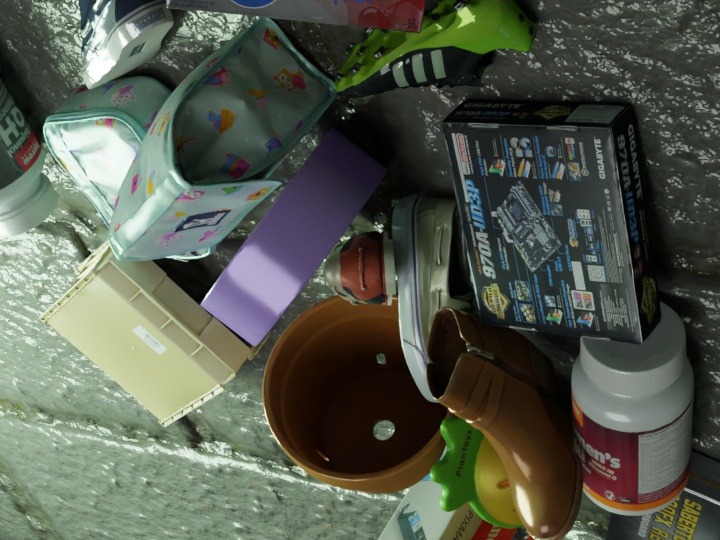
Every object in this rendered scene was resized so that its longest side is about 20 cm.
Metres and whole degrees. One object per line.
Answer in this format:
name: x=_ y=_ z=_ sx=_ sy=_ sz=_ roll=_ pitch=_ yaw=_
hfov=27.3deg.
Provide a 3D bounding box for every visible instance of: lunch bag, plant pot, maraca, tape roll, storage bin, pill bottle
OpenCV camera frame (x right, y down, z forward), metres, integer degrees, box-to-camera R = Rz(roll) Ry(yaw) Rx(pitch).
lunch bag: x=-0.221 y=-0.096 z=1.501 sx=0.160 sy=0.077 sz=0.201 roll=-1 pitch=131 yaw=40
plant pot: x=0.013 y=0.140 z=1.503 sx=0.199 sy=0.201 sz=0.140 roll=19 pitch=158 yaw=21
maraca: x=0.143 y=0.182 z=1.444 sx=0.199 sy=0.138 sz=0.107 roll=12 pitch=178 yaw=-42
lunch bag: x=-0.134 y=-0.102 z=1.317 sx=0.122 sy=0.200 sz=0.170 roll=42 pitch=144 yaw=-10
tape roll: x=-0.060 y=-0.030 z=1.339 sx=0.066 sy=0.200 sz=0.200 roll=37 pitch=145 yaw=-3
storage bin: x=-0.233 y=0.058 z=1.678 sx=0.200 sy=0.094 sz=0.198 roll=43 pitch=143 yaw=-11
pill bottle: x=-0.404 y=-0.137 z=1.576 sx=0.110 sy=0.111 sz=0.201 roll=4 pitch=135 yaw=36
pill bottle: x=0.246 y=0.123 z=1.344 sx=0.109 sy=0.110 sz=0.201 roll=16 pitch=141 yaw=25

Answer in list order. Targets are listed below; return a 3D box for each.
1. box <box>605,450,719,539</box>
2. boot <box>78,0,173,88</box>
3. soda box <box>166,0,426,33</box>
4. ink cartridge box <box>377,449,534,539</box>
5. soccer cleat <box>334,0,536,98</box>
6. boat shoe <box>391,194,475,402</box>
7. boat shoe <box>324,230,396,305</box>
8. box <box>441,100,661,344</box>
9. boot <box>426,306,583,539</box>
box: x=0.331 y=0.262 z=1.490 sx=0.158 sy=0.048 sz=0.201 roll=23 pitch=143 yaw=18
boot: x=-0.227 y=-0.235 z=1.355 sx=0.091 sy=0.073 sz=0.200 roll=62 pitch=155 yaw=-2
soda box: x=-0.047 y=-0.235 z=1.132 sx=0.198 sy=0.064 sz=0.070 roll=5 pitch=129 yaw=-4
ink cartridge box: x=0.110 y=0.258 z=1.535 sx=0.176 sy=0.200 sz=0.045 roll=-10 pitch=125 yaw=45
soccer cleat: x=0.055 y=-0.172 z=1.203 sx=0.081 sy=0.068 sz=0.199 roll=37 pitch=147 yaw=-26
boat shoe: x=0.074 y=0.029 z=1.371 sx=0.062 sy=0.072 sz=0.201 roll=0 pitch=110 yaw=31
boat shoe: x=0.000 y=0.000 z=1.371 sx=0.062 sy=0.072 sz=0.200 roll=-6 pitch=180 yaw=0
box: x=0.161 y=-0.041 z=1.242 sx=0.158 sy=0.046 sz=0.201 roll=6 pitch=122 yaw=35
boot: x=0.121 y=0.136 z=1.320 sx=0.073 sy=0.201 sz=0.154 roll=-29 pitch=142 yaw=29
